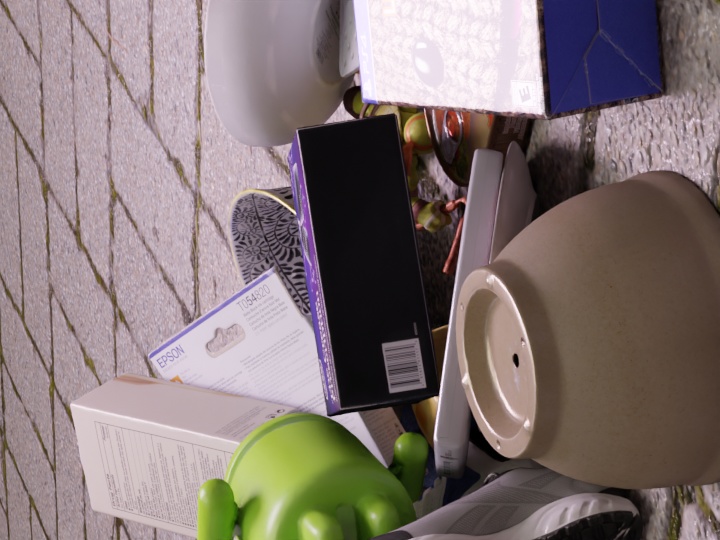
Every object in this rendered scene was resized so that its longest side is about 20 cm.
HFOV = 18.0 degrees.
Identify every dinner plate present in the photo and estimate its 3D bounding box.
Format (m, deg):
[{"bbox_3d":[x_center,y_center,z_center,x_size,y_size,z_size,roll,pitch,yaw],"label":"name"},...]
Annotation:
[{"bbox_3d":[0.103,0.012,1.565,0.200,0.024,0.202,8,-90,-83],"label":"dinner plate"}]

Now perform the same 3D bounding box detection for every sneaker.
[{"bbox_3d":[0.086,0.164,1.702,0.199,0.080,0.116,-22,71,54],"label":"sneaker"},{"bbox_3d":[0.088,0.179,1.548,0.080,0.199,0.074,-109,7,-47],"label":"sneaker"}]

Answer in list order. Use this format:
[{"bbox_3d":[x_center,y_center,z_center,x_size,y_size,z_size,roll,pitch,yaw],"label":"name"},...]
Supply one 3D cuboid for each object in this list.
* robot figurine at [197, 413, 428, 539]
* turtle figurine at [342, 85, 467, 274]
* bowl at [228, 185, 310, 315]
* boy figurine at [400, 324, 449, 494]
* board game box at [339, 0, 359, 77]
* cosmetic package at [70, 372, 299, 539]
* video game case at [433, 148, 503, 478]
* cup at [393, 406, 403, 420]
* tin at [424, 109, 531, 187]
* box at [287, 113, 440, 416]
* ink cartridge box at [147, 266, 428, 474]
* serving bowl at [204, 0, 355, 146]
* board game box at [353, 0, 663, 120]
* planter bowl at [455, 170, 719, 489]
[{"bbox_3d":[-0.031,0.174,1.641,0.200,0.174,0.116,-140,38,-65],"label":"robot figurine"},{"bbox_3d":[0.027,-0.096,1.765,0.161,0.064,0.201,-176,77,-70],"label":"turtle figurine"},{"bbox_3d":[-0.012,0.003,1.835,0.201,0.094,0.201,43,152,30],"label":"bowl"},{"bbox_3d":[0.061,0.110,1.774,0.200,0.064,0.125,108,149,-58],"label":"boy figurine"},{"bbox_3d":[0.026,-0.258,1.686,0.200,0.026,0.201,161,111,-72],"label":"board game box"},{"bbox_3d":[-0.135,0.153,1.830,0.199,0.071,0.106,11,118,40],"label":"cosmetic package"},{"bbox_3d":[0.075,0.035,1.574,0.182,0.024,0.201,79,-160,-78],"label":"video game case"},{"bbox_3d":[-0.051,0.121,1.970,0.200,0.142,0.202,170,90,-70],"label":"cup"},{"bbox_3d":[0.089,-0.149,1.612,0.201,0.042,0.112,102,155,-44],"label":"tin"},{"bbox_3d":[0.000,0.000,1.647,0.141,0.078,0.201,112,149,-84],"label":"box"},{"bbox_3d":[-0.061,0.112,1.822,0.199,0.041,0.201,-32,87,47],"label":"ink cartridge box"},{"bbox_3d":[-0.046,-0.193,1.803,0.065,0.200,0.201,12,117,26],"label":"serving bowl"},{"bbox_3d":[0.088,-0.186,1.448,0.200,0.096,0.161,10,109,55],"label":"board game box"},{"bbox_3d":[0.141,0.047,1.415,0.200,0.134,0.202,170,90,-70],"label":"planter bowl"}]
